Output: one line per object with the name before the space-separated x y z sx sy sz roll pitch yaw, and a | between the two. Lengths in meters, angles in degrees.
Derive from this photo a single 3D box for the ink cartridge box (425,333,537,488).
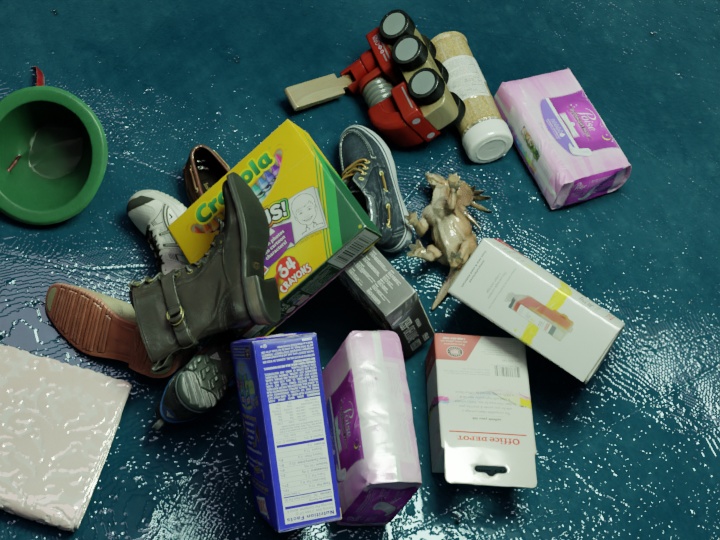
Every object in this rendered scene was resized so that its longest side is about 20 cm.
ink cartridge box | 0.143 0.179 1.500 0.116 0.068 0.200 5 54 -7

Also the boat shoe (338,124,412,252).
boat shoe | 0.002 -0.119 1.647 0.091 0.071 0.200 18 43 -51

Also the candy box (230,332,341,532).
candy box | -0.083 0.170 1.357 0.077 0.169 0.200 -7 89 -14

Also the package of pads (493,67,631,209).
package of pads | 0.284 -0.191 1.769 0.120 0.076 0.200 -16 61 -19

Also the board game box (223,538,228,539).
board game box | -0.109 0.416 1.301 0.196 0.056 0.200 27 56 7

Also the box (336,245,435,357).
box | 0.000 0.000 1.529 0.050 0.158 0.200 -40 65 -6

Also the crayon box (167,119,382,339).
crayon box | -0.103 -0.045 1.460 0.200 0.058 0.173 -40 67 11

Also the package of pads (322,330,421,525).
package of pads | 0.009 0.180 1.430 0.076 0.121 0.200 5 54 -20

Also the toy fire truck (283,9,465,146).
toy fire truck | 0.016 -0.248 1.746 0.200 0.129 0.176 -32 59 16

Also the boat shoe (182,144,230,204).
boat shoe | -0.173 -0.074 1.608 0.070 0.070 0.200 -25 66 -25

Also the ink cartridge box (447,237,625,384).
ink cartridge box | 0.223 0.047 1.550 0.200 0.145 0.083 35 98 12

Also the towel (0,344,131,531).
towel | -0.384 0.183 1.418 0.200 0.032 0.191 17 54 0

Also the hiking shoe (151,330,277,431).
hiking shoe | -0.174 0.113 1.479 0.074 0.087 0.200 54 37 -2

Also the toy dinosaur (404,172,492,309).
toy dinosaur | 0.125 -0.048 1.648 0.086 0.136 0.200 -11 78 26

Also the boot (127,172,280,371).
boot | -0.188 0.001 1.414 0.174 0.069 0.200 -16 73 19

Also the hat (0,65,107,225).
hat | -0.402 -0.161 1.654 0.165 0.176 0.200 16 93 -2

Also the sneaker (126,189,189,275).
sneaker | -0.232 -0.021 1.557 0.200 0.076 0.088 39 60 17

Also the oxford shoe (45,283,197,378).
oxford shoe | -0.289 0.069 1.504 0.200 0.071 0.074 28 20 16

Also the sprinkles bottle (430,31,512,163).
sprinkles bottle | 0.153 -0.250 1.787 0.068 0.068 0.200 -10 59 -17
